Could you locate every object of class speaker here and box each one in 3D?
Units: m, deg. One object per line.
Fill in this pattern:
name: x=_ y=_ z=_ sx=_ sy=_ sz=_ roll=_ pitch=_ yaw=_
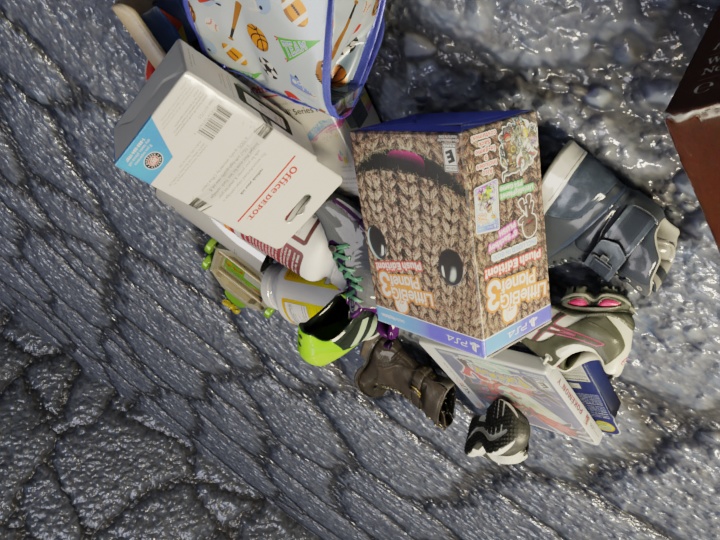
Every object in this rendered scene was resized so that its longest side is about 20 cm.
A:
speaker: x=-0.204 y=-0.084 z=1.018 sx=0.199 sy=0.081 sz=0.081 roll=35 pitch=150 yaw=4

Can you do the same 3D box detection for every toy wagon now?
toy wagon: x=-0.211 y=0.020 z=1.209 sx=0.154 sy=0.040 sz=0.200 roll=38 pitch=151 yaw=0

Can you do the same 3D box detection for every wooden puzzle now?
wooden puzzle: x=-0.188 y=-0.234 z=0.760 sx=0.186 sy=0.046 sz=0.201 roll=56 pitch=-173 yaw=-29

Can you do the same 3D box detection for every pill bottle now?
pill bottle: x=-0.055 y=0.035 z=0.998 sx=0.198 sy=0.105 sz=0.105 roll=9 pitch=140 yaw=40
pill bottle: x=-0.078 y=-0.059 z=0.886 sx=0.199 sy=0.113 sz=0.113 roll=32 pitch=150 yaw=10

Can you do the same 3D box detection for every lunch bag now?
lunch bag: x=-0.064 y=-0.251 z=0.590 sx=0.168 sy=0.124 sz=0.202 roll=27 pitch=133 yaw=19

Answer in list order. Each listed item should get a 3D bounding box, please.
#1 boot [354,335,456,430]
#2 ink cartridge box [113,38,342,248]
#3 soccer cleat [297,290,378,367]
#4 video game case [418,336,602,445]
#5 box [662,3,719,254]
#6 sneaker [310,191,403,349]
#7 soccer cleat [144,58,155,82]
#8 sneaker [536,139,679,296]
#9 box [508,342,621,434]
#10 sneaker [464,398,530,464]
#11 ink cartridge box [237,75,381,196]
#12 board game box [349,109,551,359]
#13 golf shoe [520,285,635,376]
boot: x=0.073 y=0.189 z=1.071 sx=0.174 sy=0.069 sz=0.201 roll=39 pitch=151 yaw=26
ink cartridge box: x=-0.127 y=-0.115 z=0.677 sx=0.116 sy=0.068 sz=0.199 roll=-43 pitch=133 yaw=20
soccer cleat: x=0.006 y=0.048 z=0.861 sx=0.068 sy=0.199 sz=0.082 roll=44 pitch=156 yaw=29
video game case: x=0.194 y=0.152 z=0.888 sx=0.198 sy=0.023 sz=0.182 roll=8 pitch=149 yaw=47
box: x=0.293 y=-0.090 z=0.361 sx=0.165 sy=0.201 sz=0.165 roll=-6 pitch=129 yaw=49
sneaker: x=0.000 y=0.000 z=0.785 sx=0.200 sy=0.088 sz=0.074 roll=47 pitch=162 yaw=-19
soccer cleat: x=-0.233 y=-0.200 z=0.905 sx=0.085 sy=0.068 sz=0.201 roll=34 pitch=157 yaw=46
sneaker: x=0.217 y=-0.013 z=0.670 sx=0.145 sy=0.077 sz=0.203 roll=35 pitch=149 yaw=10
box: x=0.253 y=0.132 z=0.873 sx=0.120 sy=0.033 sz=0.201 roll=1 pitch=135 yaw=46
sneaker: x=0.204 y=0.227 z=0.935 sx=0.079 sy=0.075 sz=0.200 roll=17 pitch=163 yaw=1
ink cartridge box: x=-0.053 y=-0.179 z=0.740 sx=0.116 sy=0.068 sz=0.201 roll=6 pitch=137 yaw=42
board game box: x=0.085 y=-0.043 z=0.653 sx=0.159 sy=0.096 sz=0.203 roll=14 pitch=120 yaw=52
golf shoe: x=0.199 y=0.065 z=0.752 sx=0.198 sy=0.090 sz=0.077 roll=-3 pitch=165 yaw=43
